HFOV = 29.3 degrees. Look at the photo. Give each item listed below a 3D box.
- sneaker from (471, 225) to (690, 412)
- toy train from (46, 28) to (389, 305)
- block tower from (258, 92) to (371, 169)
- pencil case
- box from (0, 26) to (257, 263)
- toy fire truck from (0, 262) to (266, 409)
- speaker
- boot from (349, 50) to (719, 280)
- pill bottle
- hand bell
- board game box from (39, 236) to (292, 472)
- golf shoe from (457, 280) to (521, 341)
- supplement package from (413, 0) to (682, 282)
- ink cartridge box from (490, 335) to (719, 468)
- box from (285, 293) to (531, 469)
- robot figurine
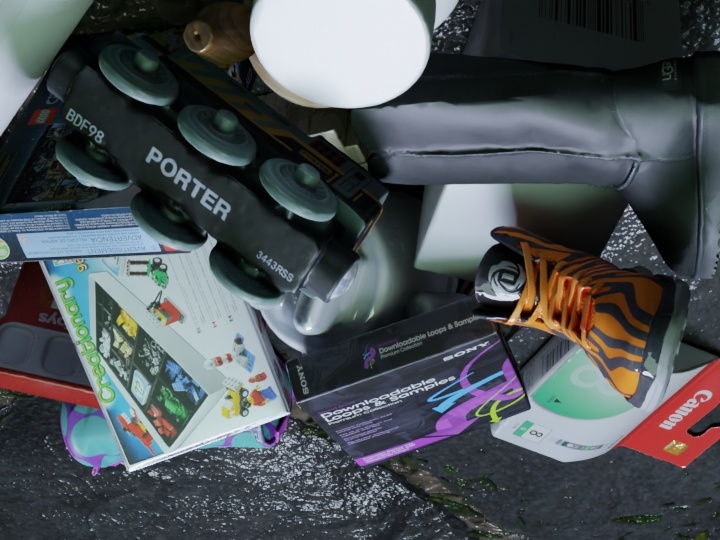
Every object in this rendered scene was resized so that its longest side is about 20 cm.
[{"bbox_3d":[0.120,0.024,0.800,0.111,0.079,0.200,16,-176,-1],"label":"sneaker"},{"bbox_3d":[-0.076,-0.059,0.755,0.199,0.114,0.086,36,115,7],"label":"toy train"},{"bbox_3d":[-0.087,-0.083,0.982,0.198,0.058,0.054,-11,137,20],"label":"block tower"},{"bbox_3d":[-0.163,0.126,1.221,0.198,0.085,0.093,-8,110,21],"label":"pencil case"},{"bbox_3d":[-0.150,-0.086,0.874,0.135,0.201,0.038,-3,130,15],"label":"box"},{"bbox_3d":[-0.173,0.039,1.053,0.198,0.169,0.113,15,141,-7],"label":"toy fire truck"},{"bbox_3d":[-0.228,-0.164,0.889,0.081,0.082,0.200,28,136,-22],"label":"speaker"},{"bbox_3d":[0.103,-0.057,0.781,0.197,0.066,0.166,-1,139,11],"label":"boot"},{"bbox_3d":[0.002,-0.187,0.724,0.118,0.202,0.120,5,141,4],"label":"pill bottle"},{"bbox_3d":[-0.055,-0.135,0.781,0.103,0.200,0.106,4,103,16],"label":"hand bell"},{"bbox_3d":[-0.140,0.026,0.959,0.125,0.035,0.202,-19,103,4],"label":"board game box"},{"bbox_3d":[0.099,0.039,1.066,0.077,0.089,0.200,25,137,-23],"label":"golf shoe"},{"bbox_3d":[0.116,-0.092,0.882,0.115,0.118,0.201,13,139,-6],"label":"supplement package"},{"bbox_3d":[0.233,0.118,1.168,0.198,0.050,0.161,22,139,-12],"label":"ink cartridge box"},{"bbox_3d":[0.041,0.083,0.977,0.141,0.036,0.200,-20,155,6],"label":"box"},{"bbox_3d":[0.000,0.000,0.982,0.169,0.199,0.114,30,105,23],"label":"robot figurine"}]
